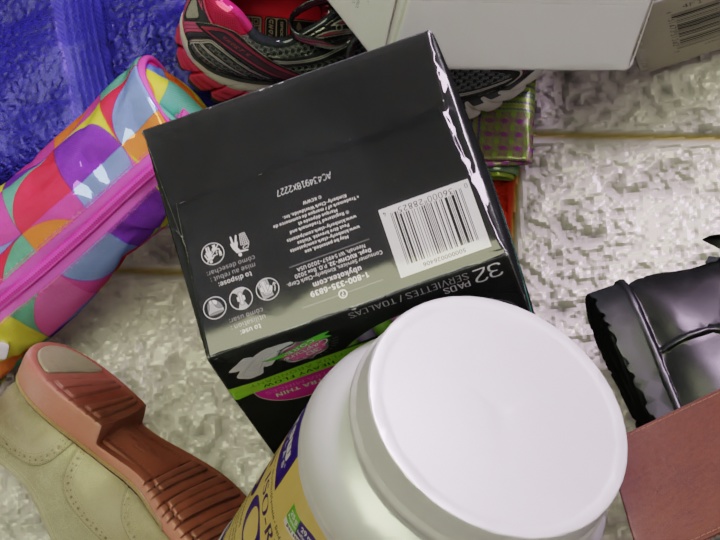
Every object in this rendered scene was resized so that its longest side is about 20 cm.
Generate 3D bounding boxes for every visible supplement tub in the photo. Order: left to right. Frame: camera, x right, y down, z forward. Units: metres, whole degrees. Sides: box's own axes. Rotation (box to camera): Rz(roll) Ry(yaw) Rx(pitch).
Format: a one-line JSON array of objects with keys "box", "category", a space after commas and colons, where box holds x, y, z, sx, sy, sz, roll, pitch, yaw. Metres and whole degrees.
[{"box": [0.024, 0.118, 1.198, 0.145, 0.200, 0.146, 13, 50, -16], "category": "supplement tub"}]

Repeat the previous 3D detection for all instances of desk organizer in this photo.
[{"box": [0.214, 0.080, 1.154, 0.200, 0.072, 0.077, -27, 44, 15], "category": "desk organizer"}]

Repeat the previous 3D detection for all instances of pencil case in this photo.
[{"box": [-0.154, -0.019, 1.349, 0.200, 0.088, 0.088, -43, 66, 10], "category": "pencil case"}]

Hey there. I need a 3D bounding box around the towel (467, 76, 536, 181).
[{"box": [-0.004, -0.113, 1.413, 0.199, 0.023, 0.144, -1, 68, 11], "category": "towel"}]

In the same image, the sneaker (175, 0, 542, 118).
[{"box": [0.008, -0.121, 1.344, 0.199, 0.075, 0.081, -4, 71, -13], "category": "sneaker"}]

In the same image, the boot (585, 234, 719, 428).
[{"box": [0.215, 0.057, 1.278, 0.162, 0.073, 0.199, -21, 67, -4], "category": "boot"}]

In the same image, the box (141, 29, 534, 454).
[{"box": [0.000, 0.000, 1.268, 0.148, 0.200, 0.125, -19, 67, 3], "category": "box"}]

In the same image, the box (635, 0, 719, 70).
[{"box": [0.147, -0.213, 1.383, 0.068, 0.082, 0.201, -17, 67, 5], "category": "box"}]

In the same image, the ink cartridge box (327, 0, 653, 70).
[{"box": [0.041, -0.182, 1.310, 0.145, 0.083, 0.200, -2, 35, -27], "category": "ink cartridge box"}]

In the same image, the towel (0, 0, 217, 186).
[{"box": [-0.158, -0.125, 1.419, 0.199, 0.050, 0.148, -17, 63, 13], "category": "towel"}]

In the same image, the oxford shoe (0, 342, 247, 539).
[{"box": [-0.110, 0.126, 1.326, 0.200, 0.071, 0.074, 45, 113, 19], "category": "oxford shoe"}]
